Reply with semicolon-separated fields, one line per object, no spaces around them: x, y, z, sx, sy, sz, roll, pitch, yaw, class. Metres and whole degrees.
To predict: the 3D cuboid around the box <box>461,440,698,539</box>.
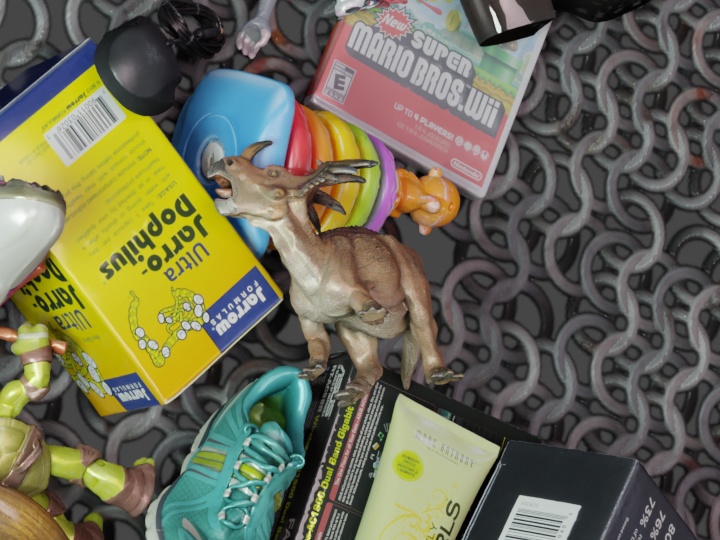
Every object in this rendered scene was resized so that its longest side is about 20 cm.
0.149;0.226;1.816;0.200;0.104;0.148;53;55;-41;box

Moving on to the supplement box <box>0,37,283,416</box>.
-0.161;-0.024;1.731;0.109;0.109;0.200;-42;103;-25;supplement box

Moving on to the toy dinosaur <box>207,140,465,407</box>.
0.000;0.000;1.732;0.200;0.086;0.136;35;40;-50;toy dinosaur

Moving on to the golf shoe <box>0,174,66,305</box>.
-0.234;0.017;1.636;0.072;0.200;0.093;16;53;-40;golf shoe

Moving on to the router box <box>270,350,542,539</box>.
0.015;0.172;1.823;0.149;0.062;0.201;26;73;-23;router box

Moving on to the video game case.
0.057;-0.167;1.911;0.143;0.017;0.201;28;72;-21;video game case

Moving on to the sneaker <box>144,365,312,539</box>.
-0.075;0.129;1.726;0.077;0.080;0.200;33;35;-14;sneaker

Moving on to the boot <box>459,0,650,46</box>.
0.124;-0.265;1.927;0.187;0.068;0.201;-15;83;-20;boot

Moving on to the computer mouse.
-0.114;-0.139;1.743;0.059;0.034;0.200;55;20;-6;computer mouse

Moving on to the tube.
0.021;0.180;1.765;0.058;0.052;0.201;53;54;-51;tube

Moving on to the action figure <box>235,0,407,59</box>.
-0.044;-0.237;1.829;0.200;0.134;0.149;41;40;-32;action figure

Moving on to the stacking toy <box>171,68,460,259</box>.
-0.016;-0.057;1.824;0.199;0.110;0.117;8;94;-37;stacking toy

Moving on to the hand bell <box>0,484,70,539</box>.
-0.160;0.184;1.687;0.200;0.104;0.104;41;67;-30;hand bell

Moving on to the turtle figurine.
-0.201;0.106;1.694;0.161;0.064;0.200;33;94;-30;turtle figurine
